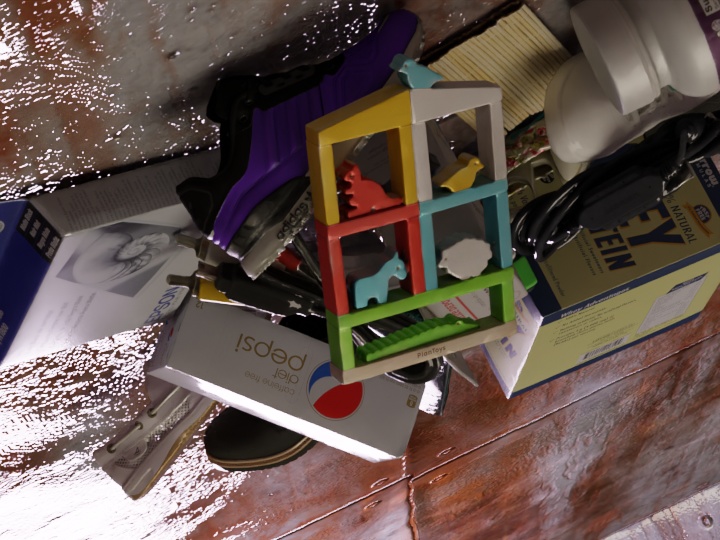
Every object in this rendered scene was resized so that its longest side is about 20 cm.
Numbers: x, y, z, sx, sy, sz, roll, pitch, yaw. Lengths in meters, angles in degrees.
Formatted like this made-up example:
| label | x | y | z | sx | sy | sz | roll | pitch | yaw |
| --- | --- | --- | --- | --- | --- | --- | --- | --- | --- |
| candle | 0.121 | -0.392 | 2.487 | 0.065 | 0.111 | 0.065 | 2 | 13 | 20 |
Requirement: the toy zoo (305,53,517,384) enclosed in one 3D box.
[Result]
| label | x | y | z | sx | sy | sz | roll | pitch | yaw |
| --- | --- | --- | --- | --- | --- | --- | --- | --- | --- |
| toy zoo | 0.033 | -0.038 | 1.302 | 0.131 | 0.020 | 0.201 | -16 | 114 | -23 |

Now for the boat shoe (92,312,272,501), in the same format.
| label | x | y | z | sx | sy | sz | roll | pitch | yaw |
| --- | --- | --- | --- | --- | --- | --- | --- | --- | --- |
| boat shoe | -0.149 | 0.096 | 1.700 | 0.200 | 0.069 | 0.071 | -52 | 178 | 10 |

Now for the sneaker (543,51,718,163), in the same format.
| label | x | y | z | sx | sy | sz | roll | pitch | yaw |
| --- | --- | --- | --- | --- | --- | --- | --- | --- | --- |
| sneaker | 0.215 | -0.137 | 1.512 | 0.088 | 0.076 | 0.200 | -5 | -162 | 47 |

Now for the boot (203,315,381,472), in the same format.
| label | x | y | z | sx | sy | sz | roll | pitch | yaw |
| --- | --- | --- | --- | --- | --- | --- | --- | --- | --- |
| boot | -0.065 | 0.085 | 1.688 | 0.199 | 0.078 | 0.138 | -27 | 143 | 15 |

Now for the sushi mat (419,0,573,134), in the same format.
| label | x | y | z | sx | sy | sz | roll | pitch | yaw |
| --- | --- | --- | --- | --- | --- | --- | --- | --- | --- |
| sushi mat | 0.104 | -0.140 | 1.501 | 0.095 | 0.012 | 0.200 | -32 | 160 | 12 |

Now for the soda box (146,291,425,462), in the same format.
| label | x | y | z | sx | sy | sz | roll | pitch | yaw |
| --- | --- | --- | --- | --- | --- | --- | --- | --- | --- |
| soda box | -0.056 | 0.083 | 1.579 | 0.199 | 0.064 | 0.068 | 22 | 166 | -15 |

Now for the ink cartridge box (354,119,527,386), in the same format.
| label | x | y | z | sx | sy | sz | roll | pitch | yaw |
| --- | --- | --- | --- | --- | --- | --- | --- | --- | --- |
| ink cartridge box | 0.053 | -0.029 | 1.434 | 0.068 | 0.201 | 0.115 | -29 | 161 | 7 |

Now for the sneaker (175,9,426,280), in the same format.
| label | x | y | z | sx | sy | sz | roll | pitch | yaw |
| --- | --- | --- | --- | --- | --- | --- | --- | --- | --- |
| sneaker | -0.042 | -0.101 | 1.313 | 0.200 | 0.099 | 0.070 | -53 | -177 | -11 |

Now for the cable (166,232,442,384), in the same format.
| label | x | y | z | sx | sy | sz | roll | pitch | yaw |
| --- | --- | --- | --- | --- | --- | --- | --- | --- | --- |
| cable | -0.028 | 0.008 | 1.398 | 0.199 | 0.050 | 0.097 | 19 | 126 | -13 |

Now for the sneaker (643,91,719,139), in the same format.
| label | x | y | z | sx | sy | sz | roll | pitch | yaw |
| --- | --- | --- | --- | --- | --- | --- | --- | --- | --- |
| sneaker | 0.317 | -0.130 | 1.633 | 0.199 | 0.080 | 0.074 | -16 | 155 | 17 |

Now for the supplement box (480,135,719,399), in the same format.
| label | x | y | z | sx | sy | sz | roll | pitch | yaw |
| --- | --- | --- | --- | --- | --- | --- | --- | --- | --- |
| supplement box | 0.195 | -0.016 | 1.757 | 0.199 | 0.135 | 0.200 | -22 | 161 | -13 |

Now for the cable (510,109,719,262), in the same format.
| label | x | y | z | sx | sy | sz | roll | pitch | yaw |
| --- | --- | --- | --- | --- | --- | --- | --- | --- | --- |
| cable | 0.193 | -0.069 | 1.555 | 0.200 | 0.051 | 0.163 | -33 | -177 | 35 |

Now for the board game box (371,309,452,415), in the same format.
| label | x | y | z | sx | sy | sz | roll | pitch | yaw |
| --- | --- | --- | --- | --- | --- | --- | --- | --- | --- |
| board game box | 0.015 | 0.067 | 1.780 | 0.135 | 0.028 | 0.200 | 16 | 159 | 6 |

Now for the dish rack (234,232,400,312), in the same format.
| label | x | y | z | sx | sy | sz | roll | pitch | yaw |
| --- | --- | --- | --- | --- | --- | --- | --- | --- | --- |
| dish rack | 0.000 | 0.000 | 1.577 | 0.171 | 0.044 | 0.200 | -10 | -173 | -38 |

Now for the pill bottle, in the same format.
| label | x | y | z | sx | sy | sz | roll | pitch | yaw |
| --- | --- | --- | --- | --- | --- | --- | --- | --- | --- |
| pill bottle | 0.249 | -0.187 | 1.417 | 0.199 | 0.113 | 0.112 | -27 | 161 | 2 |

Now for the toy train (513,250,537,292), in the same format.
| label | x | y | z | sx | sy | sz | roll | pitch | yaw |
| --- | --- | --- | --- | --- | --- | --- | --- | --- | --- |
| toy train | 0.079 | 0.007 | 1.688 | 0.042 | 0.057 | 0.200 | -32 | -172 | -25 |

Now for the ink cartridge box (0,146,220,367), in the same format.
| label | x | y | z | sx | sy | sz | roll | pitch | yaw |
| --- | --- | --- | --- | --- | --- | --- | --- | --- | --- |
| ink cartridge box | -0.195 | -0.001 | 1.428 | 0.199 | 0.041 | 0.200 | -15 | 158 | -30 |

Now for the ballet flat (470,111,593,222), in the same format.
| label | x | y | z | sx | sy | sz | roll | pitch | yaw |
| --- | --- | --- | --- | --- | --- | --- | --- | --- | --- |
| ballet flat | 0.135 | -0.080 | 1.623 | 0.200 | 0.064 | 0.076 | -30 | 159 | 9 |
